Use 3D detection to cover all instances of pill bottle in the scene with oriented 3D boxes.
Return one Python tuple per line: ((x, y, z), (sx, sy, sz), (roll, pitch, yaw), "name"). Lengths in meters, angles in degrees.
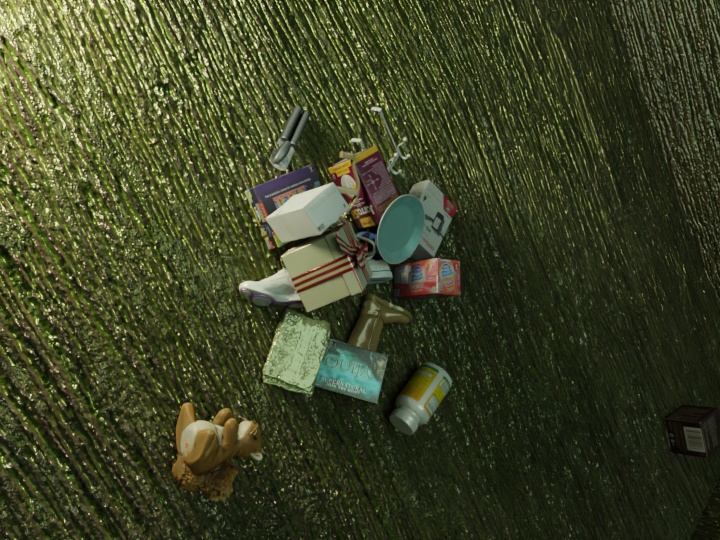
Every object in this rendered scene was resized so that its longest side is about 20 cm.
((0.173, 0.376, 1.691), (0.200, 0.112, 0.113), (-49, 112, -30), "pill bottle")

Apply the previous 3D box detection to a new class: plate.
((0.109, -0.117, 1.618), (0.199, 0.025, 0.201), (-24, 126, -39), "plate")

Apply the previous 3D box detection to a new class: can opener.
((-0.185, -0.354, 1.545), (0.053, 0.066, 0.201), (33, 62, -28), "can opener")

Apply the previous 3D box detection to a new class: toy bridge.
((-0.037, -0.212, 1.542), (0.067, 0.027, 0.201), (5, 104, -21), "toy bridge")

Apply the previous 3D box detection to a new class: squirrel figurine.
((-0.323, 0.419, 1.328), (0.186, 0.141, 0.201), (18, 88, -44), "squirrel figurine")

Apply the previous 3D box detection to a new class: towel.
((-0.165, 0.210, 1.494), (0.148, 0.036, 0.201), (22, 72, -18), "towel")

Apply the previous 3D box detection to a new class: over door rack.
((0.071, -0.359, 1.708), (0.200, 0.066, 0.148), (51, 57, -36), "over door rack")

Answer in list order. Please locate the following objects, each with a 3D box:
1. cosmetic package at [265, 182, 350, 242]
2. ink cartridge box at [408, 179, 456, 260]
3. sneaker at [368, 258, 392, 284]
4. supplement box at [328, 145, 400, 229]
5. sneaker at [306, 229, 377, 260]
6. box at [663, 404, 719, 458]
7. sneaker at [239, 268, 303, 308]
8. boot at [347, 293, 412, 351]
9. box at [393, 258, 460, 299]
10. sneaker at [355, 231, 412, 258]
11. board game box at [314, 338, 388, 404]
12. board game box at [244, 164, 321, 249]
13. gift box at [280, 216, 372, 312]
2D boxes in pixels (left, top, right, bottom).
((-0.131, -0.137, 1.402), (0.113, 0.199, 0.081), (-45, 110, -30), "cosmetic package")
((0.194, -0.153, 1.785), (0.145, 0.083, 0.201), (40, 63, -26), "ink cartridge box")
((0.000, 0.000, 1.644), (0.199, 0.073, 0.071), (1, 63, -39), "sneaker")
((0.017, -0.232, 1.636), (0.103, 0.131, 0.201), (-35, 105, -32), "supplement box")
((-0.048, -0.075, 1.582), (0.199, 0.079, 0.075), (6, 82, -12), "sneaker")
((1.506, 0.721, 2.604), (0.199, 0.164, 0.167), (-13, 92, -37), "box")
((-0.221, 0.040, 1.476), (0.199, 0.075, 0.100), (11, 65, -40), "sneaker")
((0.048, 0.188, 1.654), (0.174, 0.066, 0.201), (25, 69, -19), "boot")
((0.191, 0.027, 1.690), (0.094, 0.200, 0.103), (6, 80, -34), "box")
((0.068, -0.072, 1.684), (0.199, 0.082, 0.075), (12, 79, -32), "sneaker")
((-0.035, 0.266, 1.551), (0.199, 0.028, 0.136), (17, 73, -7), "board game box")
((-0.183, -0.169, 1.526), (0.199, 0.057, 0.166), (-30, 104, -35), "board game box")
((-0.078, -0.027, 1.465), (0.185, 0.186, 0.201), (-69, 136, -70), "gift box")
